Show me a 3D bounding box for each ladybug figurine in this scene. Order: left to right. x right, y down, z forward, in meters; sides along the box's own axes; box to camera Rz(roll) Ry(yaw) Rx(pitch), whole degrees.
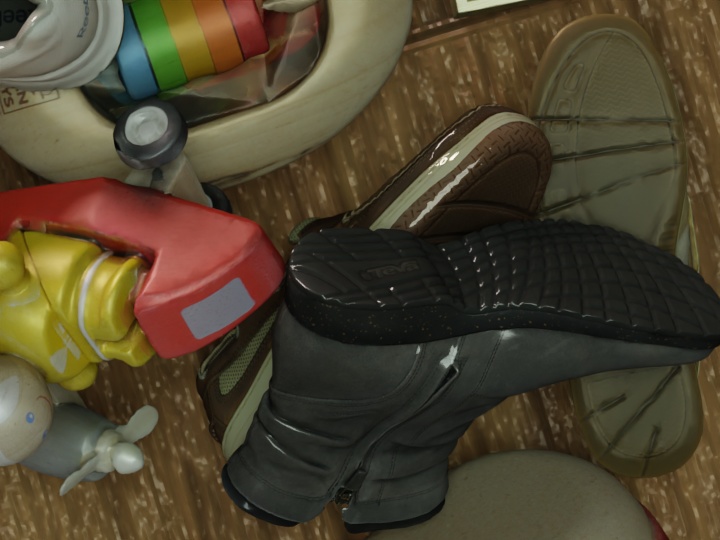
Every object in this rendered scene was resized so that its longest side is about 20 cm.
[{"bbox_3d":[-0.075,-0.101,1.293,0.200,0.072,0.136,-15,90,-2],"label":"ladybug figurine"}]

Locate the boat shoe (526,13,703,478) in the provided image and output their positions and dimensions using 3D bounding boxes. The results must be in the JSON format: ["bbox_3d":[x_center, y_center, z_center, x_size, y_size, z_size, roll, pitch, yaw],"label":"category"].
[{"bbox_3d":[0.111,-0.011,1.303,0.074,0.066,0.201,-4,93,5],"label":"boat shoe"}]

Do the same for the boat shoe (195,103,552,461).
[{"bbox_3d":[-0.004,-0.001,1.279,0.202,0.075,0.075,-49,53,14],"label":"boat shoe"}]

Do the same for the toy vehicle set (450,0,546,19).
[{"bbox_3d":[0.083,-0.222,1.320,0.124,0.027,0.200,-11,91,-2],"label":"toy vehicle set"}]

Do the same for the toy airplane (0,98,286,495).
[{"bbox_3d":[-0.156,0.016,1.218,0.200,0.199,0.141,20,53,-22],"label":"toy airplane"}]

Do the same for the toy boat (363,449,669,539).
[{"bbox_3d":[0.055,0.176,1.290,0.200,0.131,0.131,-40,122,-1],"label":"toy boat"}]

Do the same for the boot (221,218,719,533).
[{"bbox_3d":[0.046,0.048,1.249,0.200,0.070,0.132,4,126,-16],"label":"boot"}]

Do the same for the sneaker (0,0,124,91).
[{"bbox_3d":[-0.201,-0.105,1.222,0.200,0.087,0.075,-8,87,10],"label":"sneaker"}]
